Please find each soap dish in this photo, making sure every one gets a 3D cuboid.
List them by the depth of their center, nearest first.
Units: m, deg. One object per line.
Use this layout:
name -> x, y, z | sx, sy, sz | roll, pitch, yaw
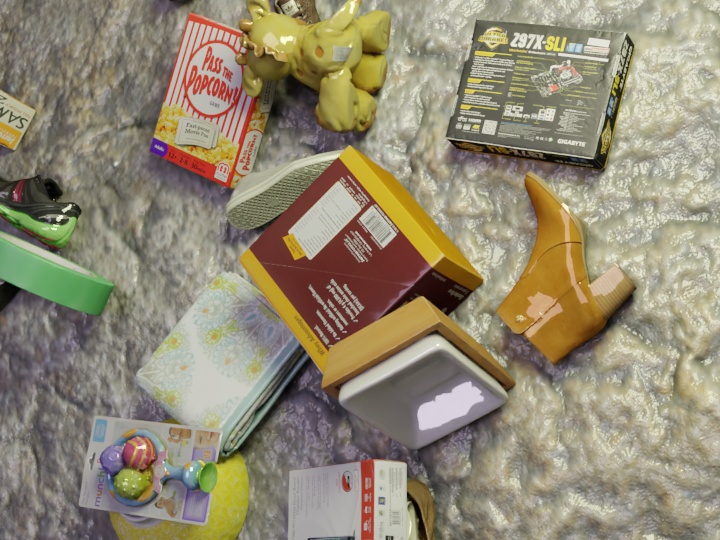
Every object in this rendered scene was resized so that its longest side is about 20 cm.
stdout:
soap dish -> 0.066, 0.118, 1.486 | 0.157, 0.200, 0.081 | -30, 52, 17

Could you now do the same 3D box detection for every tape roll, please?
tape roll -> -0.434, 0.000, 1.758 | 0.200, 0.200, 0.048 | 24, 88, 29

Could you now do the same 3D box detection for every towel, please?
towel -> -0.171, 0.115, 1.667 | 0.171, 0.048, 0.200 | 34, 81, 30

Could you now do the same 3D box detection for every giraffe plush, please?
giraffe plush -> -0.070, -0.269, 1.634 | 0.161, 0.200, 0.173 | 13, 85, 20

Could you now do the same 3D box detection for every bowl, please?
bowl -> -0.253, 0.282, 1.652 | 0.199, 0.108, 0.201 | -7, 74, 26

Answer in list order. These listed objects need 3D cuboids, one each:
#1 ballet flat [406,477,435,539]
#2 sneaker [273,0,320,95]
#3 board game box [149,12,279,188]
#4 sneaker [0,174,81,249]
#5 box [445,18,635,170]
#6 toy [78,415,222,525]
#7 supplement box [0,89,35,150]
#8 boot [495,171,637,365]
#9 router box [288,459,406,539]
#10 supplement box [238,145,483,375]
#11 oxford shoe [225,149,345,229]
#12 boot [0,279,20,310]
ballet flat -> 0.061, 0.339, 1.500 | 0.068, 0.072, 0.201 | -11, 73, 22
sneaker -> -0.086, -0.328, 1.736 | 0.070, 0.075, 0.201 | -26, 67, 18
board game box -> -0.193, -0.230, 1.757 | 0.151, 0.046, 0.201 | 24, 102, 30
sneaker -> -0.480, -0.101, 1.889 | 0.200, 0.077, 0.084 | 29, 74, 26
box -> 0.216, -0.215, 1.573 | 0.199, 0.049, 0.160 | 11, 80, 28
toy -> -0.267, 0.239, 1.580 | 0.199, 0.047, 0.116 | 3, 77, 26
supplement box -> -0.605, -0.266, 1.952 | 0.200, 0.126, 0.074 | 28, 89, 28
boot -> 0.209, -0.002, 1.510 | 0.144, 0.071, 0.201 | -40, 69, 9
router box -> -0.018, 0.329, 1.512 | 0.179, 0.049, 0.201 | -19, 66, 52
supplement box -> 0.000, 0.000, 1.579 | 0.200, 0.133, 0.197 | -45, 63, 10
oxford shoe -> -0.089, -0.116, 1.694 | 0.199, 0.075, 0.058 | -22, 41, 20
boot -> -0.607, -0.001, 1.919 | 0.182, 0.073, 0.200 | -42, 69, -4
